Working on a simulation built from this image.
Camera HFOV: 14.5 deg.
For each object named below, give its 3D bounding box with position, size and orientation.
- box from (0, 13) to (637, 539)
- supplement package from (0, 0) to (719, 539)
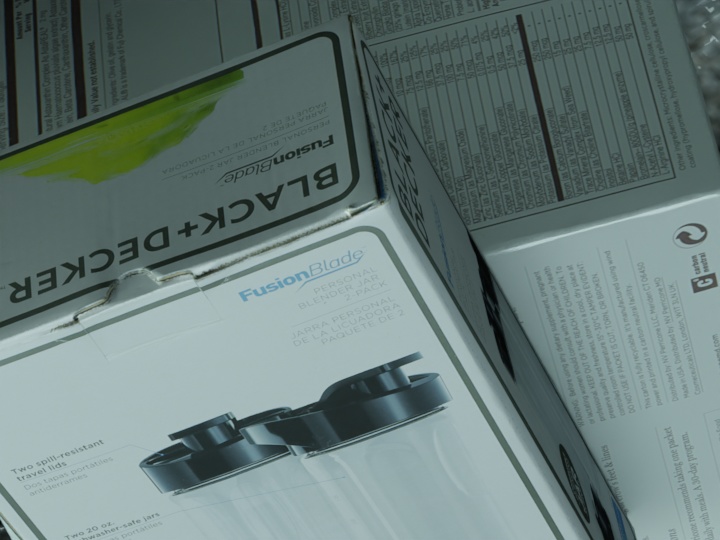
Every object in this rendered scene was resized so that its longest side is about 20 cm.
[{"bbox_3d":[-0.012,0.045,0.661,0.116,0.060,0.200,-21,135,12],"label":"box"},{"bbox_3d":[0.000,0.000,0.770,0.199,0.151,0.152,-15,137,6],"label":"supplement package"}]
